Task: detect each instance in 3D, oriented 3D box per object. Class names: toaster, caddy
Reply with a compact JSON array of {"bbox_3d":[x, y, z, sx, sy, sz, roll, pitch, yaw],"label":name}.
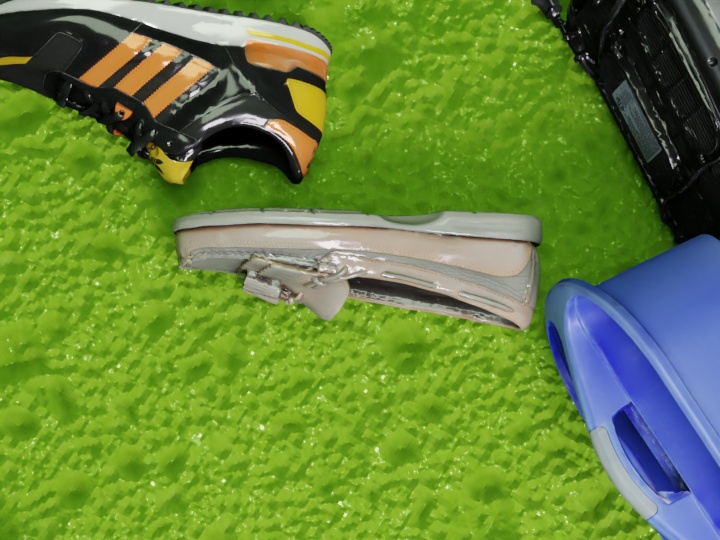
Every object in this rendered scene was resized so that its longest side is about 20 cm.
[{"bbox_3d":[0.198,-0.112,1.436,0.118,0.181,0.201,-26,83,-14],"label":"toaster"},{"bbox_3d":[0.171,0.081,1.410,0.105,0.141,0.200,-31,83,-17],"label":"caddy"}]

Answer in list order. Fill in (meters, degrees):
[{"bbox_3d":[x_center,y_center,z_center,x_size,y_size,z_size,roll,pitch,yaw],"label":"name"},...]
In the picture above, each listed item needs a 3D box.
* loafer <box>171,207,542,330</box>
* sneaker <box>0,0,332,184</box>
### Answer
[{"bbox_3d":[0.000,0.000,1.445,0.199,0.072,0.063,0,85,-10],"label":"loafer"},{"bbox_3d":[-0.115,-0.092,1.447,0.199,0.070,0.090,5,74,-8],"label":"sneaker"}]
